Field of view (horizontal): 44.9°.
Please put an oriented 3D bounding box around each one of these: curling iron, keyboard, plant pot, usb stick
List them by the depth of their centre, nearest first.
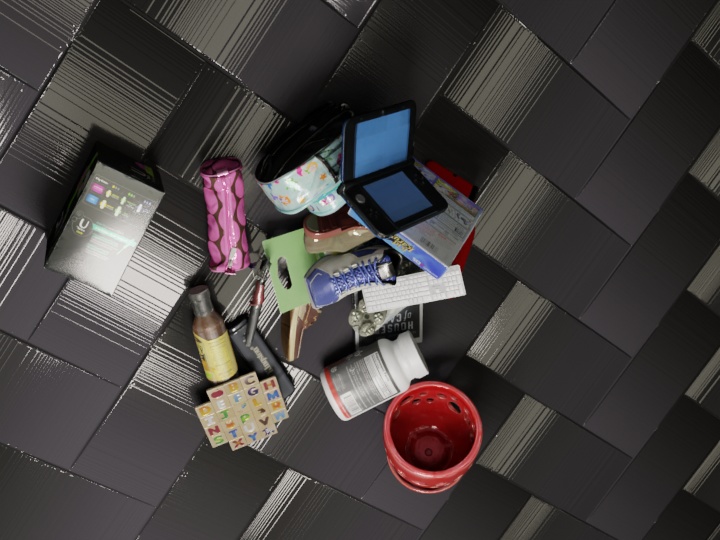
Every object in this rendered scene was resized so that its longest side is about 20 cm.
[{"bbox_3d":[-0.196,0.059,1.617,0.025,0.050,0.201,23,124,9],"label":"curling iron"},{"bbox_3d":[0.097,0.035,1.618,0.198,0.011,0.057,-12,89,23],"label":"keyboard"},{"bbox_3d":[-0.195,0.178,1.715,0.055,0.033,0.201,-32,117,-4],"label":"usb stick"},{"bbox_3d":[0.146,0.351,1.792,0.199,0.202,0.183,-23,153,-9],"label":"plant pot"}]

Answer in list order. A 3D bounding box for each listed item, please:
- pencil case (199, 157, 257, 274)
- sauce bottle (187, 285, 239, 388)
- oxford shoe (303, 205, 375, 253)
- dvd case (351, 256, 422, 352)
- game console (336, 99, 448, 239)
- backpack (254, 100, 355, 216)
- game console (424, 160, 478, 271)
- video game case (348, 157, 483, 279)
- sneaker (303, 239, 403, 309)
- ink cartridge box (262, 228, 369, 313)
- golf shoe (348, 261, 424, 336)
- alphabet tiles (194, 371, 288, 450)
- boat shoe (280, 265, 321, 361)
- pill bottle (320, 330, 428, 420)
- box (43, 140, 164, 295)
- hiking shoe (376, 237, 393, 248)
[{"bbox_3d":[-0.240,-0.096,1.557,0.090,0.094,0.202,-4,110,1],"label":"pencil case"},{"bbox_3d":[-0.282,0.125,1.648,0.064,0.065,0.202,-17,113,-12],"label":"sauce bottle"},{"bbox_3d":[-0.013,-0.077,1.597,0.198,0.071,0.075,-8,139,-17],"label":"oxford shoe"},{"bbox_3d":[0.055,0.063,1.763,0.149,0.025,0.202,-8,112,-16],"label":"dvd case"},{"bbox_3d":[0.063,-0.172,1.457,0.199,0.171,0.119,-26,159,-45],"label":"game console"},{"bbox_3d":[-0.082,-0.183,1.532,0.199,0.177,0.151,-37,116,-11],"label":"backpack"},{"bbox_3d":[0.152,-0.080,1.672,0.171,0.201,0.119,30,138,-5],"label":"game console"},{"bbox_3d":[0.102,-0.105,1.552,0.199,0.182,0.046,37,138,0],"label":"video game case"},{"bbox_3d":[0.001,0.000,1.584,0.198,0.115,0.081,-27,106,-27],"label":"sneaker"},{"bbox_3d":[-0.072,-0.016,1.633,0.199,0.048,0.147,-21,104,-30],"label":"ink cartridge box"},{"bbox_3d":[0.064,0.050,1.705,0.199,0.097,0.079,-36,81,3],"label":"golf shoe"},{"bbox_3d":[-0.231,0.280,1.719,0.165,0.006,0.201,-20,135,-8],"label":"alphabet tiles"},{"bbox_3d":[-0.109,0.080,1.689,0.071,0.072,0.202,3,103,-20],"label":"boat shoe"},{"bbox_3d":[0.029,0.207,1.740,0.199,0.116,0.116,-27,117,5],"label":"pill bottle"},{"bbox_3d":[-0.431,-0.089,1.463,0.124,0.149,0.201,25,100,-25],"label":"box"},{"bbox_3d":[0.066,-0.127,1.676,0.100,0.076,0.202,-31,121,-24],"label":"hiking shoe"}]
